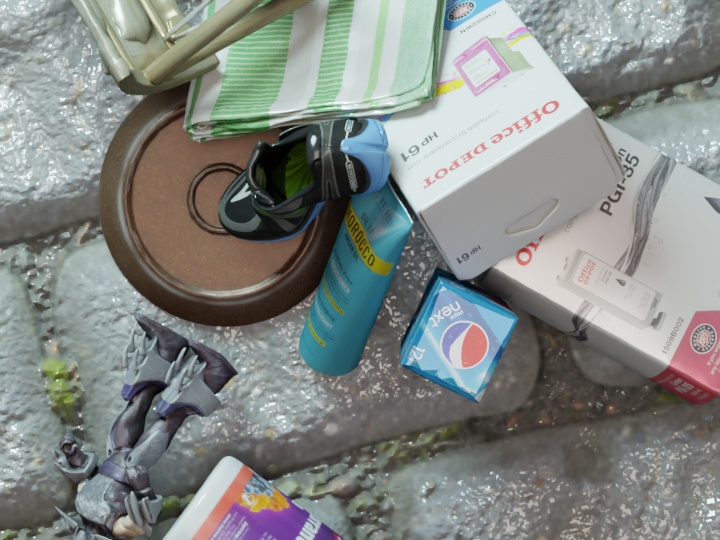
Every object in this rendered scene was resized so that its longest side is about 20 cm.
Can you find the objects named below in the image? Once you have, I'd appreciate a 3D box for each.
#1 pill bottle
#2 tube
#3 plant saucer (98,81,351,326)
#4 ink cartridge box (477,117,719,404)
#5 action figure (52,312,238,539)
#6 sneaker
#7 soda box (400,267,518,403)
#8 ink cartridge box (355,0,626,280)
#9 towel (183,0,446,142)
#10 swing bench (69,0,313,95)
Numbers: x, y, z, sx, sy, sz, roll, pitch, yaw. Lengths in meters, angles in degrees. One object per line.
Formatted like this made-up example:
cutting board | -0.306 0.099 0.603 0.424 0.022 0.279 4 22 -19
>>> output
pill bottle | -0.054 0.242 1.636 0.199 0.111 0.112 37 92 -1
tube | 0.000 0.000 1.592 0.050 0.201 0.078 -15 57 -28
plant saucer | -0.106 -0.056 1.663 0.198 0.034 0.202 0 92 1
ink cartridge box | 0.207 -0.010 1.625 0.199 0.083 0.147 28 82 -1
action figure | -0.178 0.140 1.641 0.130 0.069 0.201 20 79 41
sneaker | -0.055 -0.070 1.559 0.082 0.199 0.071 3 77 -29
soda box | 0.071 0.045 1.581 0.064 0.200 0.068 25 93 -1
ink cartridge box | 0.083 -0.108 1.573 0.144 0.200 0.085 -32 133 2
towel | -0.033 -0.173 1.601 0.199 0.023 0.154 -7 57 22
swing bench | -0.134 -0.259 1.563 0.199 0.130 0.200 -31 83 6
